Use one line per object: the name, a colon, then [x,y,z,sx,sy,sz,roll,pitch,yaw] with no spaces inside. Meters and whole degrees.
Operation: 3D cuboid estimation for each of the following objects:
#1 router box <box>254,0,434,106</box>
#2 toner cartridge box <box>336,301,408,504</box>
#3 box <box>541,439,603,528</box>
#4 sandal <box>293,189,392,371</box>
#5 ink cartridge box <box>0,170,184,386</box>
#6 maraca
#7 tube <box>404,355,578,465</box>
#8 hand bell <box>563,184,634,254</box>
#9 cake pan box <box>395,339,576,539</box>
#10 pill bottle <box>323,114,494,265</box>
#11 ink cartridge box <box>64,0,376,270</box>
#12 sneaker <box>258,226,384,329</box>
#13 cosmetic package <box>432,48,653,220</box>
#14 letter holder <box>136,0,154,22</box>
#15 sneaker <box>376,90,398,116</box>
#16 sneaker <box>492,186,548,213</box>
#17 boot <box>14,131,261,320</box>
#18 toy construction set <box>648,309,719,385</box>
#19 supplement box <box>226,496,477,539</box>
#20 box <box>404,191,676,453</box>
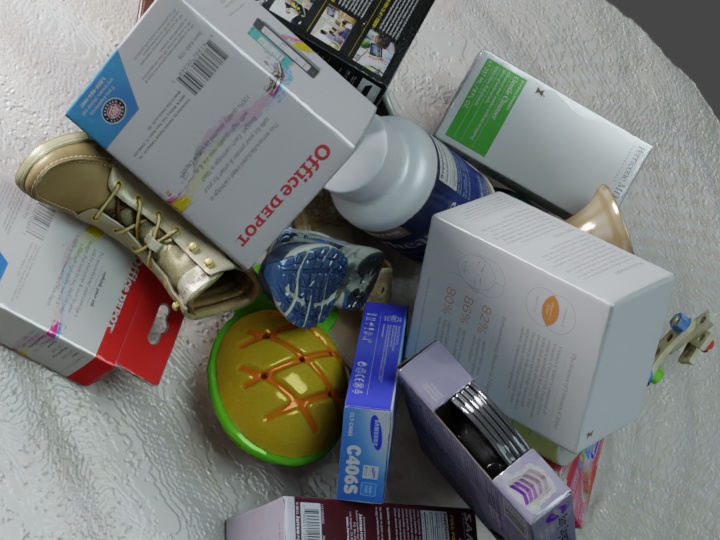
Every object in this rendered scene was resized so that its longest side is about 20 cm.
router box: [-0.017,-0.244,1.567,0.149,0.051,0.200,31,44,-4]
toner cartridge box: [0.012,0.114,1.518,0.043,0.095,0.200,5,26,3]
box: [0.183,0.136,1.653,0.103,0.094,0.200,55,46,-52]
sandal: [-0.004,0.001,1.623,0.078,0.070,0.212,-15,82,-37]
ink cartridge box: [-0.253,0.018,1.454,0.200,0.067,0.116,31,57,-20]
maraca: [-0.072,0.084,1.528,0.137,0.107,0.200,18,52,-24]
tube: [0.120,0.116,1.593,0.058,0.200,0.052,-14,125,-47]
hand bell: [0.157,-0.003,1.646,0.200,0.104,0.104,-18,81,0]
cake pan box: [0.112,0.171,1.478,0.052,0.200,0.184,-38,62,-11]
pill bottle: [0.040,-0.079,1.612,0.200,0.111,0.111,29,54,-54]
ink cartridge box: [-0.112,-0.133,1.435,0.200,0.147,0.146,41,19,-6]
sneaker: [-0.054,0.001,1.510,0.077,0.085,0.200,-69,161,6]
cosmetic package: [0.182,-0.129,1.735,0.200,0.085,0.108,28,89,-2]
letter holder: [-0.131,-0.186,1.593,0.142,0.101,0.201,10,67,-28]
sneaker: [-0.012,-0.195,1.691,0.073,0.071,0.200,-32,91,-37]
sneaker: [0.113,0.001,1.709,0.080,0.071,0.200,30,63,2]
boot: [-0.181,-0.034,1.423,0.200,0.073,0.156,14,34,-54]
toy construction set: [0.274,0.051,1.783,0.200,0.092,0.131,30,58,-8]
supplement box: [-0.006,0.243,1.507,0.200,0.109,0.061,9,68,-31]
box: [0.157,0.043,1.523,0.200,0.153,0.106,29,31,32]
